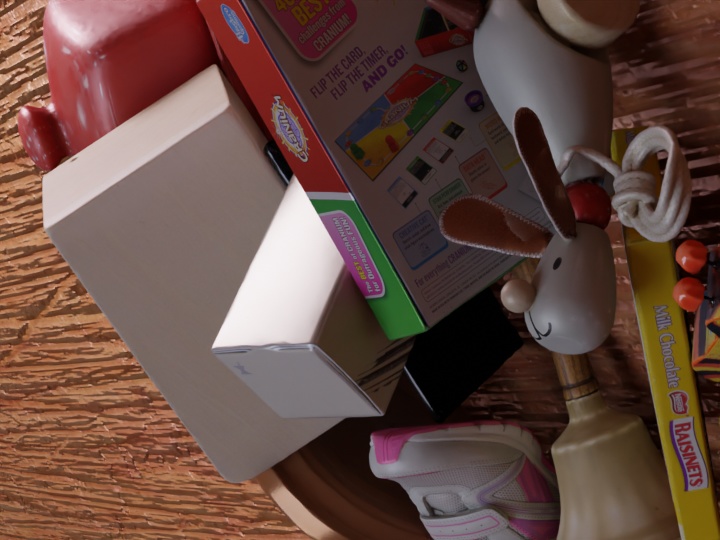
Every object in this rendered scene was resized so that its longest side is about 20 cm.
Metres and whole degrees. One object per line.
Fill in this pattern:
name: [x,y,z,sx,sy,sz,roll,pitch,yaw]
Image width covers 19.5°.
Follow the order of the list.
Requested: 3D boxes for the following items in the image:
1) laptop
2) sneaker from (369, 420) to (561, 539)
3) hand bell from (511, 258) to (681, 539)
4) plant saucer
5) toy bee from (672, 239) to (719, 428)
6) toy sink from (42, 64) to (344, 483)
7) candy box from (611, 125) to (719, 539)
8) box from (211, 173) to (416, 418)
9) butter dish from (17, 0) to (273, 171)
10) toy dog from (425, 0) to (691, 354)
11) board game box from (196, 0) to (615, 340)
laptop: [0.000,0.000,1.298,0.116,0.200,0.188,-32,93,32]
sneaker: [0.079,0.145,1.241,0.081,0.089,0.200,-9,154,42]
hand bell: [0.122,0.061,1.199,0.104,0.104,0.201,-17,94,64]
plant saucer: [0.014,0.114,1.330,0.200,0.200,0.032,47,123,21]
toy bee: [0.187,0.008,0.965,0.200,0.108,0.132,114,163,-52]
toy sink: [-0.082,0.001,1.260,0.200,0.130,0.112,55,-176,-21]
candy box: [0.158,0.036,1.085,0.102,0.026,0.201,-92,-11,-55]
box: [0.002,-0.020,1.139,0.082,0.201,0.068,-4,142,43]
butter dish: [-0.151,-0.111,1.360,0.200,0.147,0.200,47,160,59]
toy dog: [0.077,-0.068,1.005,0.132,0.096,0.201,115,156,-44]
board game box: [0.028,-0.089,1.084,0.201,0.153,0.040,60,150,-7]
